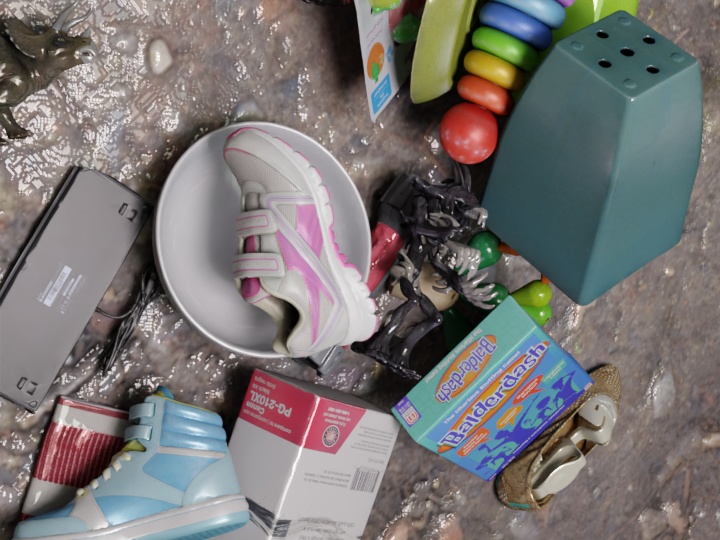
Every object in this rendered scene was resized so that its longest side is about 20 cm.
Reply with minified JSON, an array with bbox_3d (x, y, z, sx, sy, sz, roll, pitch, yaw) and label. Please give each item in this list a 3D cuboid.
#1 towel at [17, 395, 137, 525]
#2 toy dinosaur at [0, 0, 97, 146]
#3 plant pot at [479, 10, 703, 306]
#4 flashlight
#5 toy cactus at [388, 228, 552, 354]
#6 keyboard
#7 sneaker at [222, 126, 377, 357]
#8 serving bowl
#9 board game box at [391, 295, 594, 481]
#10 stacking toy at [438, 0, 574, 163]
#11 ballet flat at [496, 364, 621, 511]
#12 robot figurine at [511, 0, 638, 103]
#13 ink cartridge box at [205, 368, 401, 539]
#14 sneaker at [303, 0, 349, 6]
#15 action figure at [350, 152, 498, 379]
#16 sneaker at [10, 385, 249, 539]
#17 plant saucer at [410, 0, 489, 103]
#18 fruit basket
[{"bbox_3d":[-0.226,0.220,1.082,0.142,0.023,0.203,17,88,-31],"label":"towel"},{"bbox_3d":[-0.302,-0.148,0.945,0.197,0.077,0.104,-4,90,-26],"label":"toy dinosaur"},{"bbox_3d":[0.208,-0.109,1.086,0.140,0.141,0.202,-29,144,-30],"label":"plant pot"},{"bbox_3d":[0.000,0.000,1.154,0.068,0.067,0.201,39,79,-22],"label":"flashlight"},{"bbox_3d":[0.109,0.016,1.215,0.162,0.103,0.202,11,121,-9],"label":"toy cactus"},{"bbox_3d":[-0.233,0.024,1.041,0.126,0.021,0.202,34,82,-27],"label":"keyboard"},{"bbox_3d":[-0.065,-0.018,1.010,0.088,0.081,0.202,-29,95,-29],"label":"sneaker"},{"bbox_3d":[-0.092,-0.022,1.079,0.197,0.066,0.204,5,80,-27],"label":"serving bowl"},{"bbox_3d":[0.132,0.119,1.195,0.152,0.045,0.200,-44,148,6],"label":"board game box"},{"bbox_3d":[0.125,-0.190,1.101,0.084,0.085,0.203,20,99,-33],"label":"stacking toy"},{"bbox_3d":[0.229,0.184,1.332,0.200,0.065,0.071,-47,119,-16],"label":"ballet flat"},{"bbox_3d":[0.202,-0.232,1.194,0.174,0.115,0.203,-16,122,-51],"label":"robot figurine"},{"bbox_3d":[-0.059,0.206,1.121,0.144,0.083,0.203,22,87,-54],"label":"ink cartridge box"},{"bbox_3d":[-0.079,-0.299,1.049,0.199,0.077,0.083,25,82,-42],"label":"sneaker"},{"bbox_3d":[0.072,-0.002,1.110,0.119,0.101,0.203,35,78,-59],"label":"action figure"},{"bbox_3d":[-0.199,0.169,1.045,0.196,0.080,0.133,-9,75,-9],"label":"sneaker"},{"bbox_3d":[0.091,-0.241,1.103,0.031,0.200,0.203,18,89,10],"label":"plant saucer"},{"bbox_3d":[0.043,-0.261,1.073,0.186,0.092,0.202,-56,143,-40],"label":"fruit basket"}]
